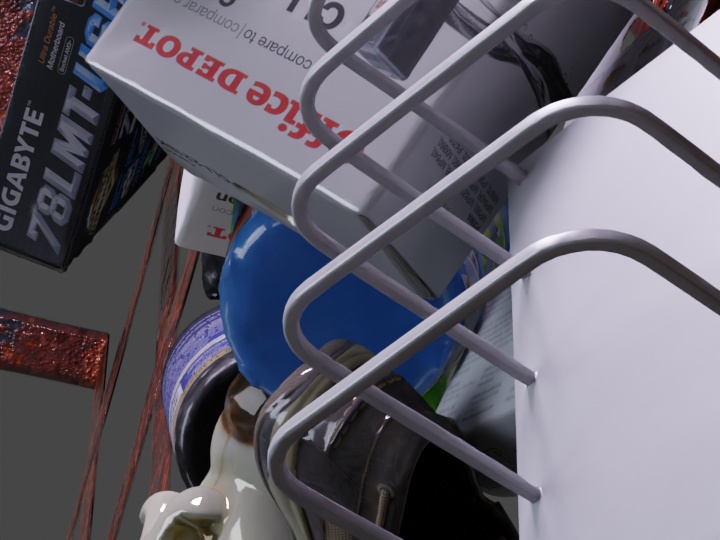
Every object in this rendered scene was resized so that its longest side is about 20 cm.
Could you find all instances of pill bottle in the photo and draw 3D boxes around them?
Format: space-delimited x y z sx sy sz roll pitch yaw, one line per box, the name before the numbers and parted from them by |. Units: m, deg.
pill bottle | -0.063 0.079 1.253 0.200 0.112 0.112 -130 54 -76

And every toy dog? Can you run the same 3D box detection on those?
toy dog | -0.037 0.137 1.001 0.194 0.139 0.200 -18 59 63

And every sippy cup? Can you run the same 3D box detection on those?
sippy cup | 0.000 0.000 0.876 0.140 0.178 0.130 -44 5 18

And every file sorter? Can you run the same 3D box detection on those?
file sorter | 0.059 -0.020 0.596 0.139 0.124 0.200 -37 34 33

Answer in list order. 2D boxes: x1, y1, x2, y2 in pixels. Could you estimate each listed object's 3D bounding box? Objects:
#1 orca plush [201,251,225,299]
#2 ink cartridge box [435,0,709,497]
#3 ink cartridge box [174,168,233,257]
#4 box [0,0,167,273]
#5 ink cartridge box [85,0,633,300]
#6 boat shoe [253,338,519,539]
orca plush | -0.050 -0.002 1.142 0.071 0.200 0.105 -33 5 38
ink cartridge box | 0.097 -0.019 0.770 0.200 0.057 0.163 -61 6 -16
ink cartridge box | 0.003 -0.083 1.012 0.200 0.145 0.084 115 165 -49
box | -0.089 -0.125 0.888 0.199 0.050 0.200 -59 -10 -63
ink cartridge box | 0.016 -0.111 0.780 0.200 0.144 0.084 -56 -31 -7
boat shoe | 0.019 0.111 0.786 0.075 0.073 0.200 -47 -39 -20
